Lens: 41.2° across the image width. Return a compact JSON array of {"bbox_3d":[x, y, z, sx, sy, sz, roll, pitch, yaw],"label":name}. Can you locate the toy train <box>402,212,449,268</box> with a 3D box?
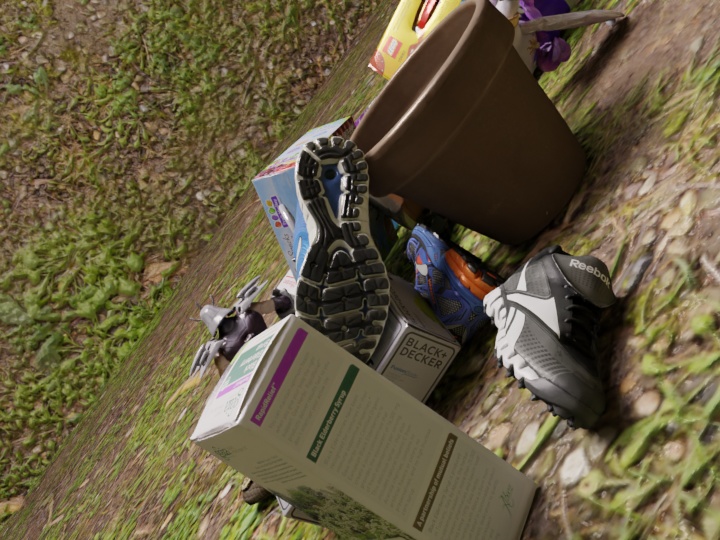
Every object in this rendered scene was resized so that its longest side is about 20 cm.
[{"bbox_3d":[0.105,-0.085,1.089,0.200,0.034,0.046,-58,12,-17],"label":"toy train"}]

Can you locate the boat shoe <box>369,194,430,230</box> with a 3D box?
[{"bbox_3d":[0.051,-0.095,1.093,0.074,0.076,0.200,-57,-6,8],"label":"boat shoe"}]

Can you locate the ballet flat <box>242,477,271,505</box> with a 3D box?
[{"bbox_3d":[-0.069,0.168,1.017,0.200,0.046,0.067,-50,14,13],"label":"ballet flat"}]

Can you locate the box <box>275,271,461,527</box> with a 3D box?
[{"bbox_3d":[-0.008,0.108,0.828,0.200,0.060,0.117,-59,31,13],"label":"box"}]

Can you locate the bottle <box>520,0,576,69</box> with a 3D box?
[{"bbox_3d":[0.187,-0.264,1.176,0.200,0.065,0.084,-53,6,0],"label":"bottle"}]

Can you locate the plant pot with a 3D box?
[{"bbox_3d":[0.107,-0.119,0.878,0.200,0.174,0.200,-49,16,19],"label":"plant pot"}]

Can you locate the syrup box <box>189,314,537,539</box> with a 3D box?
[{"bbox_3d":[0.004,0.120,0.599,0.079,0.200,0.082,-32,25,56],"label":"syrup box"}]

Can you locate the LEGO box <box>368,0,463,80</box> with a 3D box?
[{"bbox_3d":[0.115,-0.313,1.161,0.149,0.077,0.201,-11,-47,-60],"label":"LEGO box"}]

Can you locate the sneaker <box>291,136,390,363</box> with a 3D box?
[{"bbox_3d":[-0.019,-0.006,0.803,0.089,0.078,0.201,101,168,-71],"label":"sneaker"}]

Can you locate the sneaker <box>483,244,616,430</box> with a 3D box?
[{"bbox_3d":[0.137,0.032,0.653,0.091,0.066,0.200,-52,12,14],"label":"sneaker"}]

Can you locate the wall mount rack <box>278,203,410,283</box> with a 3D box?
[{"bbox_3d":[0.000,0.000,0.963,0.074,0.200,0.174,-32,8,3],"label":"wall mount rack"}]

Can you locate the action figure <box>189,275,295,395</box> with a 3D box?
[{"bbox_3d":[-0.081,0.092,0.926,0.130,0.200,0.069,-54,14,-6],"label":"action figure"}]

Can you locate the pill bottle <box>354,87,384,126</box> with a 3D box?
[{"bbox_3d":[0.047,-0.187,1.347,0.200,0.112,0.113,-47,16,21],"label":"pill bottle"}]

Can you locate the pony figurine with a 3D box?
[{"bbox_3d":[0.166,-0.245,1.006,0.193,0.166,0.201,-16,-57,-56],"label":"pony figurine"}]

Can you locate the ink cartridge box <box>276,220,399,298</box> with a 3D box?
[{"bbox_3d":[-0.044,-0.001,1.287,0.200,0.067,0.116,-55,15,-8],"label":"ink cartridge box"}]

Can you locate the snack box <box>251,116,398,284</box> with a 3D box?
[{"bbox_3d":[-0.033,-0.067,1.102,0.067,0.169,0.200,-15,18,23],"label":"snack box"}]

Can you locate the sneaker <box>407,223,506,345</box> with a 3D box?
[{"bbox_3d":[0.073,0.012,0.891,0.079,0.075,0.200,-56,13,7],"label":"sneaker"}]
